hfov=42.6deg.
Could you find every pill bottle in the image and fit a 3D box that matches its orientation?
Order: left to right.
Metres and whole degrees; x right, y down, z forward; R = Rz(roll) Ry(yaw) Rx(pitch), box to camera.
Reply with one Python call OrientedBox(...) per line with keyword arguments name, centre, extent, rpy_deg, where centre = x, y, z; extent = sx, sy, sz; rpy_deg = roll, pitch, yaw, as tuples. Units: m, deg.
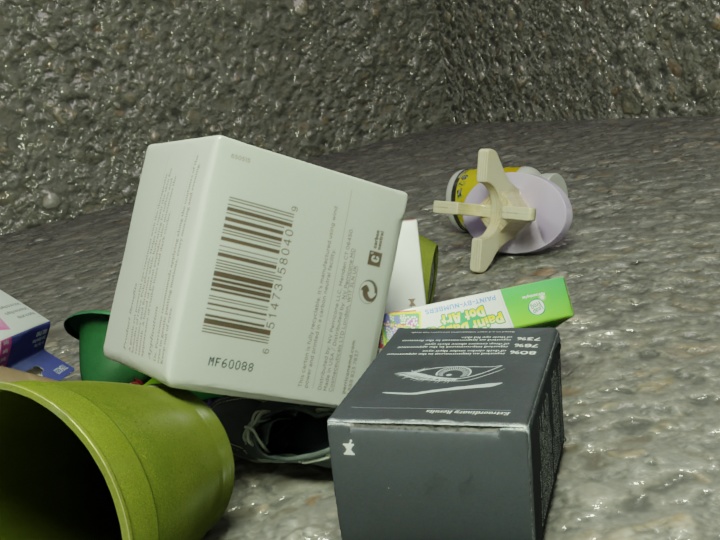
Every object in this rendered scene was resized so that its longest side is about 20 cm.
OrientedBox(name="pill bottle", centre=(0.258, -0.126, 1.634), extent=(0.198, 0.114, 0.112), rpy_deg=(2, 18, 40))

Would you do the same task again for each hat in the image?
OrientedBox(name="hat", centre=(-0.289, 0.155, 1.087), extent=(0.164, 0.178, 0.200), rpy_deg=(-4, -25, 24))

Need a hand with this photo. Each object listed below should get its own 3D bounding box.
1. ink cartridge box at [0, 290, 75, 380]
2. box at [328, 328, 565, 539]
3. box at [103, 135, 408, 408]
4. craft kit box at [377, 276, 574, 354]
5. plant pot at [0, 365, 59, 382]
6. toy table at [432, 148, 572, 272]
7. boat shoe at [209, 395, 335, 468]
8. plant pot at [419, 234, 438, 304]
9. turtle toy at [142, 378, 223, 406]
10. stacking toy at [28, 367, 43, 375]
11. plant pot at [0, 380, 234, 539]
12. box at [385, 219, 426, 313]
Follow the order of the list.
OrientedBox(name="ink cartridge box", centre=(-0.402, 0.054, 0.986), extent=(0.199, 0.044, 0.196), rpy_deg=(32, 0, -6))
OrientedBox(name="box", centre=(0.076, 0.126, 0.724), extent=(0.146, 0.106, 0.200), rpy_deg=(-1, 16, 20))
OrientedBox(name="box", centre=(-0.095, 0.005, 0.820), extent=(0.198, 0.202, 0.171), rpy_deg=(14, -4, -34))
OrientedBox(name="craft kit box", centre=(0.098, 0.066, 0.956), extent=(0.197, 0.049, 0.198), rpy_deg=(-11, -10, -6))
OrientedBox(name="plant pot", centre=(-0.328, 0.161, 0.802), extent=(0.173, 0.203, 0.200), rpy_deg=(5, 7, -25))
OrientedBox(name="toy table", centre=(0.215, -0.090, 1.440), extent=(0.198, 0.187, 0.116), rpy_deg=(-8, -6, 43))
OrientedBox(name="boat shoe", centre=(-0.074, 0.141, 0.847), extent=(0.198, 0.074, 0.062), rpy_deg=(5, -18, 34))
OrientedBox(name="plant pot", centre=(0.000, 0.000, 1.233), extent=(0.197, 0.190, 0.187), rpy_deg=(8, 17, 10))
OrientedBox(name="turtle toy", centre=(-0.170, 0.117, 0.971), extent=(0.145, 0.102, 0.199), rpy_deg=(10, 20, 42))
OrientedBox(name="stacking toy", centre=(-0.438, 0.109, 1.031), extent=(0.198, 0.148, 0.146), rpy_deg=(14, 6, -19))
OrientedBox(name="plant pot", centre=(-0.191, 0.163, 0.672), extent=(0.198, 0.203, 0.193), rpy_deg=(-4, 3, 23))
OrientedBox(name="box", centre=(-0.014, 0.021, 1.050), extent=(0.150, 0.108, 0.200), rpy_deg=(-4, -10, -6))
